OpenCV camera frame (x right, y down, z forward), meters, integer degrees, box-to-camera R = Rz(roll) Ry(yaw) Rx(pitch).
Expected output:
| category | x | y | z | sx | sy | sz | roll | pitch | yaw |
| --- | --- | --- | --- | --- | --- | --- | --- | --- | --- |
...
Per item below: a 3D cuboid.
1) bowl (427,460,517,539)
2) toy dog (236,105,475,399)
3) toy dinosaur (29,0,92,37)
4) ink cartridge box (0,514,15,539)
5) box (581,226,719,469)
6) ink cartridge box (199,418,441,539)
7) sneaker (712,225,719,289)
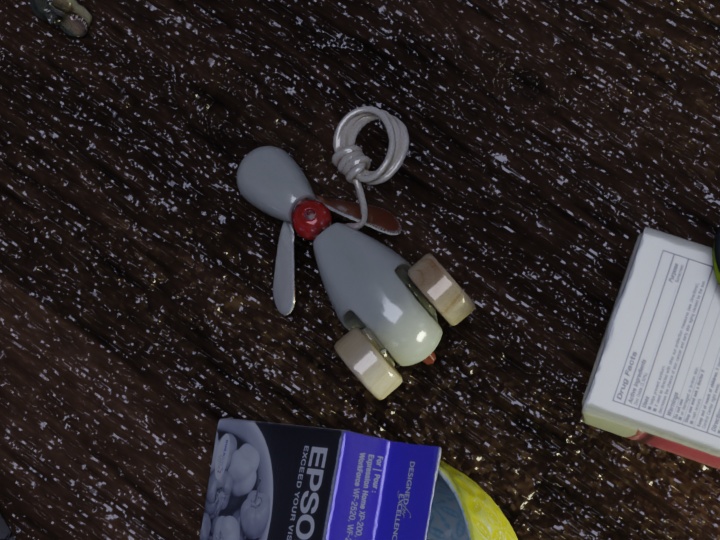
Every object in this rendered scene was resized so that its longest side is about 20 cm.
| category | x | y | z | sx | sy | sz | roll | pitch | yaw |
| --- | --- | --- | --- | --- | --- | --- | --- | --- | --- |
| bowl | 0.049 | 0.223 | 1.306 | 0.108 | 0.200 | 0.200 | 18 | 82 | -35 |
| toy dog | 0.000 | 0.000 | 1.377 | 0.132 | 0.096 | 0.200 | -22 | 65 | 5 |
| toy dinosaur | -0.232 | -0.267 | 1.450 | 0.088 | 0.047 | 0.200 | -33 | 77 | 7 |
| ink cartridge box | -0.302 | 0.222 | 1.366 | 0.146 | 0.086 | 0.200 | -32 | 78 | 1 |
| box | 0.256 | 0.069 | 1.316 | 0.200 | 0.109 | 0.128 | 19 | 84 | 9 |
| ink cartridge box | -0.039 | 0.199 | 1.300 | 0.043 | 0.200 | 0.198 | 14 | 81 | -37 |
| sneaker | 0.291 | 0.040 | 1.221 | 0.074 | 0.081 | 0.200 | -42 | 80 | -2 |
